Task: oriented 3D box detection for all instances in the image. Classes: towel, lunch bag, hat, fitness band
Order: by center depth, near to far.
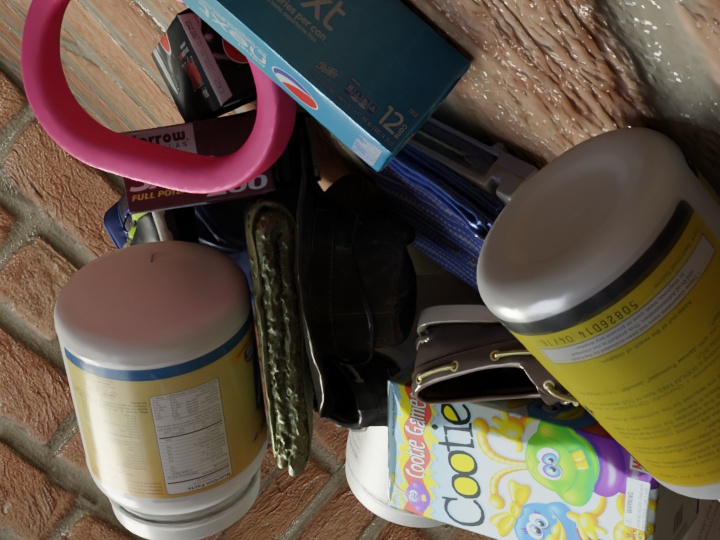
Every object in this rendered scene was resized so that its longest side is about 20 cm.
[{"bbox_3d":[-0.132,-0.125,0.780,0.200,0.144,0.037,16,-154,21],"label":"fitness band"},{"bbox_3d":[0.058,-0.024,0.812,0.145,0.024,0.200,38,172,30],"label":"towel"},{"bbox_3d":[0.000,0.000,0.844,0.201,0.081,0.201,-6,-90,-88],"label":"hat"},{"bbox_3d":[-0.059,0.044,0.917,0.148,0.036,0.201,-144,47,-82],"label":"towel"},{"bbox_3d":[-0.134,-0.036,1.131,0.200,0.132,0.136,-5,-124,-50],"label":"lunch bag"}]

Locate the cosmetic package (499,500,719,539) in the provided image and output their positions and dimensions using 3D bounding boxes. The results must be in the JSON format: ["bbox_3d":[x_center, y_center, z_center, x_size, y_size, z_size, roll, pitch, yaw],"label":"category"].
[{"bbox_3d":[0.239,0.250,1.006,0.166,0.168,0.200,0,141,48],"label":"cosmetic package"}]

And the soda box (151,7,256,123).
[{"bbox_3d":[-0.101,-0.151,0.885,0.071,0.063,0.200,64,168,-8],"label":"soda box"}]

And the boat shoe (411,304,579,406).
[{"bbox_3d":[0.120,0.057,0.780,0.200,0.060,0.072,-2,155,34],"label":"boat shoe"}]

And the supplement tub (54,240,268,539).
[{"bbox_3d":[-0.147,0.094,0.946,0.145,0.144,0.200,33,138,42],"label":"supplement tub"}]

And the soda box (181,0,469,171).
[{"bbox_3d":[-0.040,-0.147,0.668,0.200,0.068,0.064,41,173,-2],"label":"soda box"}]

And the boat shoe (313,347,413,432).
[{"bbox_3d":[-0.020,0.091,1.001,0.200,0.060,0.074,17,116,61],"label":"boat shoe"}]

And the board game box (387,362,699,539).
[{"bbox_3d":[0.129,0.126,0.868,0.200,0.105,0.103,11,113,30],"label":"board game box"}]

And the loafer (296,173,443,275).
[{"bbox_3d":[0.010,-0.031,1.036,0.068,0.076,0.200,51,168,-24],"label":"loafer"}]

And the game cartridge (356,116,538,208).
[{"bbox_3d":[0.062,-0.058,0.805,0.200,0.038,0.130,34,173,42],"label":"game cartridge"}]

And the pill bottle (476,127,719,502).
[{"bbox_3d":[0.156,0.036,0.582,0.200,0.112,0.112,45,171,-22],"label":"pill bottle"}]

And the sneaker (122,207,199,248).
[{"bbox_3d":[-0.174,-0.007,1.004,0.072,0.083,0.201,-84,-15,-66],"label":"sneaker"}]

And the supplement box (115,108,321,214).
[{"bbox_3d":[-0.099,-0.084,0.927,0.200,0.108,0.061,-36,-63,-80],"label":"supplement box"}]

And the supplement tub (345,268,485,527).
[{"bbox_3d":[0.061,0.110,1.066,0.132,0.132,0.200,36,135,31],"label":"supplement tub"}]
